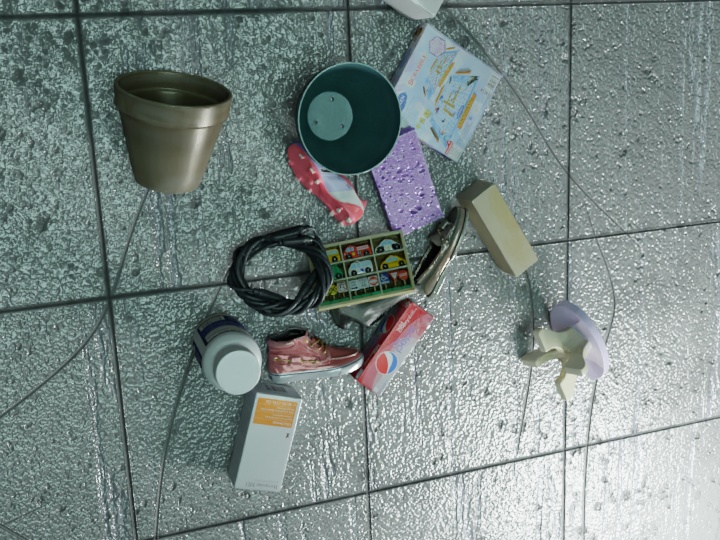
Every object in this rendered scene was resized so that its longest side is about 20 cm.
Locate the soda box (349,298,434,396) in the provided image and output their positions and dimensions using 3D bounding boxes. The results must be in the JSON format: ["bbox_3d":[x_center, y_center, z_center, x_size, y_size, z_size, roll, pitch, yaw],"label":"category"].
[{"bbox_3d":[0.063,0.154,1.800,0.070,0.063,0.201,35,89,-23],"label":"soda box"}]

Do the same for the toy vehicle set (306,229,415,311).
[{"bbox_3d":[0.000,0.000,1.719,0.198,0.027,0.126,-12,79,-9],"label":"toy vehicle set"}]

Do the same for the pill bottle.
[{"bbox_3d":[-0.246,0.158,1.613,0.110,0.200,0.112,-4,104,-18],"label":"pill bottle"}]

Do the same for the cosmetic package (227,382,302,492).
[{"bbox_3d":[-0.193,0.334,1.742,0.100,0.071,0.202,10,99,-22],"label":"cosmetic package"}]

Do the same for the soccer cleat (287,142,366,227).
[{"bbox_3d":[-0.065,-0.175,1.689,0.200,0.066,0.077,49,52,-17],"label":"soccer cleat"}]

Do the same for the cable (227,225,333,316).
[{"bbox_3d":[-0.156,0.008,1.661,0.198,0.051,0.165,-16,91,-9],"label":"cable"}]

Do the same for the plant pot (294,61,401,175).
[{"bbox_3d":[-0.039,-0.286,1.626,0.198,0.135,0.203,-4,103,-19],"label":"plant pot"}]

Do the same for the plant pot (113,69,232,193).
[{"bbox_3d":[-0.333,-0.237,1.516,0.198,0.200,0.175,2,118,-20],"label":"plant pot"}]

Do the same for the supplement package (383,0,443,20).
[{"bbox_3d":[0.119,-0.589,1.623,0.119,0.121,0.201,29,92,-23],"label":"supplement package"}]

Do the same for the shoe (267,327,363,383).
[{"bbox_3d":[-0.090,0.162,1.740,0.198,0.072,0.092,-8,110,-14],"label":"shoe"}]

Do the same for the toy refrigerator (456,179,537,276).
[{"bbox_3d":[0.290,-0.091,1.822,0.070,0.076,0.201,-37,111,-9],"label":"toy refrigerator"}]

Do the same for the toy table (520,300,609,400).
[{"bbox_3d":[0.452,0.180,1.897,0.117,0.183,0.201,-37,100,-25],"label":"toy table"}]

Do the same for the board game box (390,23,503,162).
[{"bbox_3d":[0.157,-0.352,1.733,0.198,0.041,0.201,28,92,-23],"label":"board game box"}]

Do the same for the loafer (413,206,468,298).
[{"bbox_3d":[0.161,-0.042,1.792,0.062,0.072,0.202,19,98,-15],"label":"loafer"}]

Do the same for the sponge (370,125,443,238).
[{"bbox_3d":[0.086,-0.175,1.734,0.111,0.030,0.202,-23,117,-4],"label":"sponge"}]

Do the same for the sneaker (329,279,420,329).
[{"bbox_3d":[0.029,0.069,1.768,0.198,0.067,0.091,-13,111,-10],"label":"sneaker"}]
